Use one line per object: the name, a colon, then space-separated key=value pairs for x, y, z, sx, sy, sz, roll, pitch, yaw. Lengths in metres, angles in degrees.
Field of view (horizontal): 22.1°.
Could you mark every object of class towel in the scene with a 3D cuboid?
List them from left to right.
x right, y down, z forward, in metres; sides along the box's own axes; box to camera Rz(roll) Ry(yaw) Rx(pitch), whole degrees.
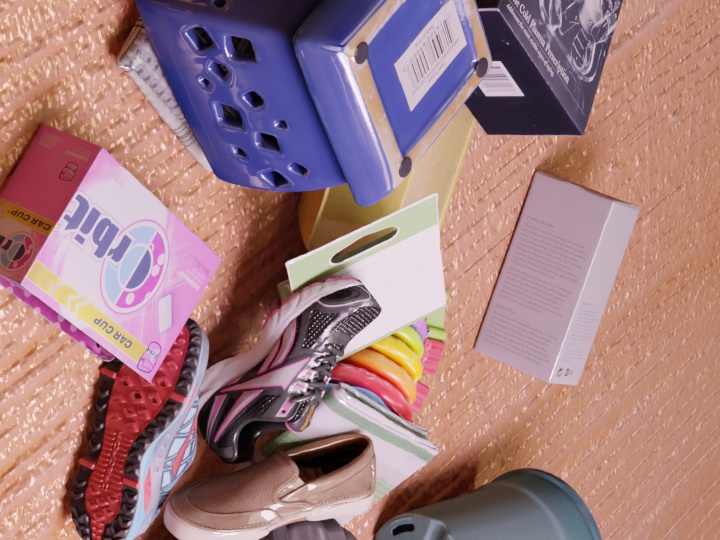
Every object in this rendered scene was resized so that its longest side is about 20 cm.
towel: x=-0.098 y=-0.189 z=1.459 sx=0.194 sy=0.034 sz=0.200 roll=-61 pitch=145 yaw=-15
towel: x=-0.047 y=0.183 z=1.641 sx=0.200 sy=0.031 sz=0.149 roll=-38 pitch=134 yaw=20

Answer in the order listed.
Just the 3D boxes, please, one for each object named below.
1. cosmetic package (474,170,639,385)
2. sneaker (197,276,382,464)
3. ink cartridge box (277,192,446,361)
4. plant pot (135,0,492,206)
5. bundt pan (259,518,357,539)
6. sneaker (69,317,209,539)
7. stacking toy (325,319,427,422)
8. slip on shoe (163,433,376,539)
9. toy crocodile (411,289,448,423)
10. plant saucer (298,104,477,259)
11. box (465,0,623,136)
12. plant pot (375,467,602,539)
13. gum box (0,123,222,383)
cosmetic package: x=0.206 y=0.009 z=1.937 sx=0.071 sy=0.101 sz=0.202 roll=9 pitch=102 yaw=-57
sneaker: x=-0.055 y=0.091 z=1.550 sx=0.200 sy=0.087 sz=0.080 roll=-40 pitch=151 yaw=17
ink cartridge box: x=0.000 y=0.000 z=1.594 sx=0.145 sy=0.048 sz=0.201 roll=-25 pitch=149 yaw=-9
plant pot: x=-0.020 y=-0.177 z=1.384 sx=0.200 sy=0.179 sz=0.201 roll=-51 pitch=140 yaw=-26
bundt pan: x=-0.085 y=0.269 z=1.624 sx=0.202 sy=0.200 sz=0.076 roll=47 pitch=30 yaw=-54
sneaker: x=-0.173 y=0.127 z=1.509 sx=0.201 sy=0.079 sz=0.095 roll=-66 pitch=160 yaw=10
stacking toy: x=0.024 y=0.065 z=1.727 sx=0.116 sy=0.109 sz=0.201 roll=49 pitch=56 yaw=-44
slip on shoe: x=-0.071 y=0.180 z=1.543 sx=0.199 sy=0.076 sz=0.061 roll=-4 pitch=122 yaw=-30
toy crocodile: x=0.041 y=0.110 z=1.797 sx=0.067 sy=0.061 sz=0.201 roll=24 pitch=89 yaw=-57
plant saucer: x=0.022 y=-0.107 z=1.653 sx=0.199 sy=0.048 sz=0.202 roll=9 pitch=101 yaw=-56
box: x=0.141 y=-0.248 z=1.636 sx=0.200 sy=0.103 sz=0.183 roll=46 pitch=55 yaw=-49
plant pot: x=0.122 y=0.316 z=1.933 sx=0.195 sy=0.200 sz=0.202 roll=-1 pitch=110 yaw=-46
gum box: x=-0.194 y=-0.007 z=1.387 sx=0.114 sy=0.066 sz=0.200 roll=-61 pitch=146 yaw=-12
